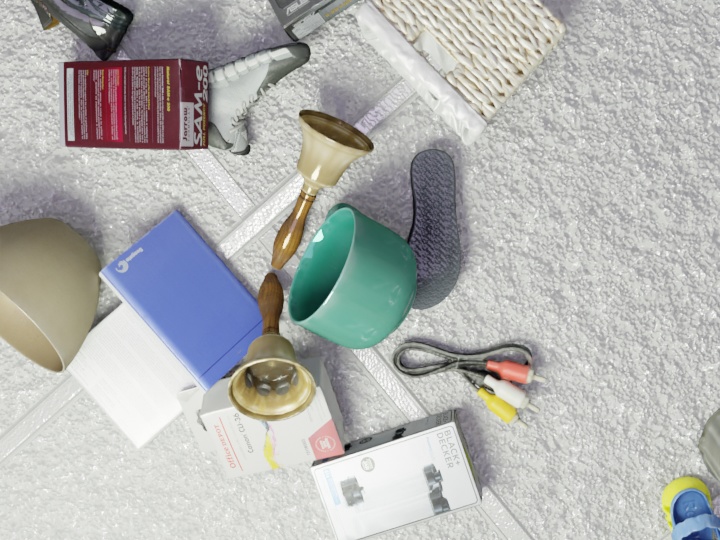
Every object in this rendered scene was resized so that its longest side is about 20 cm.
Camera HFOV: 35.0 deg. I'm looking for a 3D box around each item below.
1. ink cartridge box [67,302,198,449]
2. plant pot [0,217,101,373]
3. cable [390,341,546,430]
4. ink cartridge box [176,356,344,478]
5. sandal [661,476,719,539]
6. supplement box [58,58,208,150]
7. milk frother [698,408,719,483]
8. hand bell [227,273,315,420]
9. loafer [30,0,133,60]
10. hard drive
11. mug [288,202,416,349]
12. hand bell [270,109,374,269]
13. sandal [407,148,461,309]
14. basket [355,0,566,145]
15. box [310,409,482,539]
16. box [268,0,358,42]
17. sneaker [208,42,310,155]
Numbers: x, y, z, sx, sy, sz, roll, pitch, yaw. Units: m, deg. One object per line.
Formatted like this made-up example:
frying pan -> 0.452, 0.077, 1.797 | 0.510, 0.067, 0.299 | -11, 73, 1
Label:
ink cartridge box -> -0.268, 0.111, 1.503 | 0.200, 0.050, 0.161 | -41, 91, -2
plant pot -> -0.407, 0.013, 1.445 | 0.200, 0.200, 0.135 | 39, 64, 0
cable -> 0.140, 0.123, 1.450 | 0.198, 0.050, 0.098 | 21, 98, 2
ink cartridge box -> -0.129, 0.194, 1.459 | 0.198, 0.068, 0.117 | -14, 122, 8
sandal -> 0.432, 0.366, 1.431 | 0.079, 0.087, 0.202 | -21, 96, 6
supplement box -> -0.283, -0.206, 1.416 | 0.198, 0.061, 0.110 | 6, 99, 30
milk frother -> 0.497, 0.282, 1.361 | 0.178, 0.188, 0.202 | 16, 99, 5
hand bell -> -0.111, 0.074, 1.406 | 0.103, 0.201, 0.105 | -3, 132, -3
loafer -> -0.390, -0.338, 1.444 | 0.198, 0.073, 0.073 | 28, 104, 3
hard drive -> -0.218, 0.038, 1.457 | 0.200, 0.025, 0.132 | 48, 63, -1
mug -> 0.003, 0.003, 1.384 | 0.114, 0.152, 0.187 | 27, 69, -22
hand bell -> -0.071, -0.090, 1.442 | 0.103, 0.104, 0.201 | 28, 111, 2
sandal -> 0.092, -0.051, 1.444 | 0.075, 0.043, 0.203 | 6, 92, -3
basket -> 0.116, -0.274, 1.336 | 0.198, 0.200, 0.161 | 45, 94, -1
box -> 0.048, 0.268, 1.473 | 0.198, 0.060, 0.118 | -18, 95, 8
box -> -0.039, -0.399, 1.383 | 0.199, 0.048, 0.160 | -32, 71, 9
sneaker -> -0.140, -0.209, 1.437 | 0.198, 0.075, 0.117 | -16, 100, 18
